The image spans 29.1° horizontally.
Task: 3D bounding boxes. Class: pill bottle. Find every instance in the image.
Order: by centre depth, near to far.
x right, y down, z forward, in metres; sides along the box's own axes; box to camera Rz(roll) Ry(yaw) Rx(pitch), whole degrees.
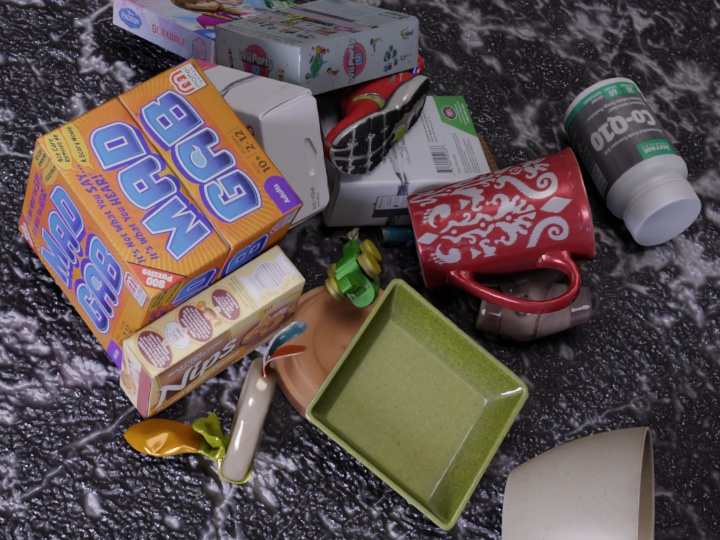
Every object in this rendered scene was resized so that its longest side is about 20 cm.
[{"bbox_3d":[0.350,-0.139,1.781,0.112,0.114,0.202,-11,57,-23],"label":"pill bottle"}]

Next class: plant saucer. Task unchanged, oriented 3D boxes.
[{"bbox_3d":[0.057,0.146,1.489,0.199,0.048,0.201,39,60,-6],"label":"plant saucer"},{"bbox_3d":[-0.001,0.095,1.555,0.197,0.032,0.202,9,52,-11],"label":"plant saucer"}]

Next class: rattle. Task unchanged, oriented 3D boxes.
[{"bbox_3d":[-0.142,0.114,1.390,0.142,0.201,0.131,28,51,6],"label":"rattle"}]

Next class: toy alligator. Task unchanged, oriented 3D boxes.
[{"bbox_3d":[0.000,0.000,1.586,0.054,0.059,0.200,51,13,-14],"label":"toy alligator"}]

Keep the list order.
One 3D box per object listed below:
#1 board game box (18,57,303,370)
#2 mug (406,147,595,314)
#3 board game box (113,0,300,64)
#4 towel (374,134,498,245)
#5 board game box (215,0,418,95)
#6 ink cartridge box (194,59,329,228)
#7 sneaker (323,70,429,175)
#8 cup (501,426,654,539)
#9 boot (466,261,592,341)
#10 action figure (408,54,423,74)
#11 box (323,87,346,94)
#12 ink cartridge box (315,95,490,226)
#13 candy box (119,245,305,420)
[{"bbox_3d":[-0.216,-0.057,1.468,0.199,0.200,0.201,-33,80,-29],"label":"board game box"},{"bbox_3d":[0.161,-0.043,1.583,0.197,0.135,0.178,-12,35,2],"label":"mug"},{"bbox_3d":[-0.173,-0.312,1.734,0.198,0.042,0.199,28,33,36],"label":"board game box"},{"bbox_3d":[0.092,-0.104,1.740,0.197,0.022,0.148,-9,57,-24],"label":"towel"},{"bbox_3d":[-0.050,-0.263,1.623,0.146,0.065,0.199,21,30,40],"label":"board game box"},{"bbox_3d":[-0.138,-0.144,1.569,0.199,0.148,0.082,21,39,41],"label":"ink cartridge box"},{"bbox_3d":[0.004,-0.178,1.610,0.084,0.078,0.200,25,39,19],"label":"sneaker"},{"bbox_3d":[0.222,0.259,1.415,0.141,0.202,0.202,0,49,17],"label":"cup"},{"bbox_3d":[0.196,0.001,1.666,0.144,0.071,0.201,-1,42,-3],"label":"boot"},{"bbox_3d":[0.032,-0.246,1.812,0.065,0.052,0.201,33,48,3],"label":"action figure"},{"bbox_3d":[-0.083,-0.256,1.737,0.198,0.042,0.119,-7,29,-31],"label":"box"},{"bbox_3d":[0.042,-0.134,1.679,0.197,0.084,0.148,-1,53,-18],"label":"ink cartridge box"},{"bbox_3d":[-0.156,0.066,1.459,0.199,0.116,0.055,-32,72,-25],"label":"candy box"}]
